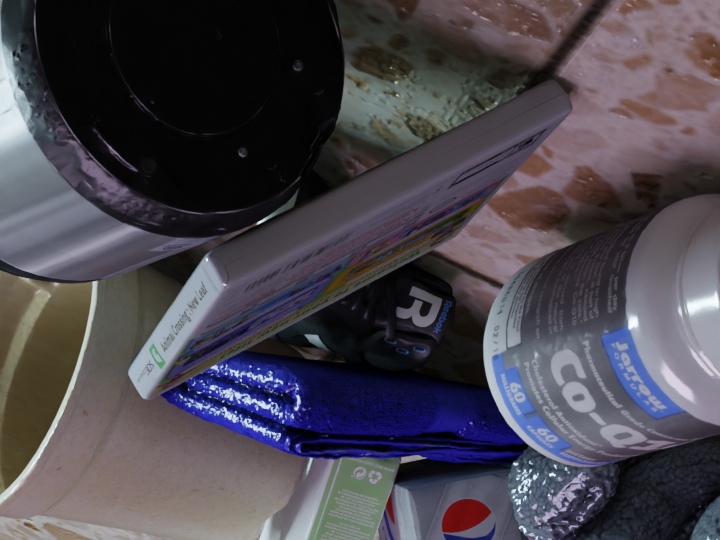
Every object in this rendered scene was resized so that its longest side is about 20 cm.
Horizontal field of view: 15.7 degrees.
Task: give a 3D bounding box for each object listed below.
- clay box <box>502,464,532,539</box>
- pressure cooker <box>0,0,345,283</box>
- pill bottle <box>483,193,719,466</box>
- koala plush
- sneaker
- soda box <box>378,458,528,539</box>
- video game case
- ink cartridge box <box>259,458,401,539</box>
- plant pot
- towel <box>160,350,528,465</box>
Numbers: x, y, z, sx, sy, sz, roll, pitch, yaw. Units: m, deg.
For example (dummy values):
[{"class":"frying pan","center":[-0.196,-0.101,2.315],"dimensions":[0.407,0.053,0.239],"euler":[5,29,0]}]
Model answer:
[{"class":"clay box","center":[0.155,0.160,1.646],"dimensions":[0.114,0.048,0.200],"euler":[16,155,20]},{"class":"pressure cooker","center":[-0.125,-0.083,1.212],"dimensions":[0.175,0.180,0.200],"euler":[30,155,-24]},{"class":"pill bottle","center":[0.155,0.027,1.277],"dimensions":[0.113,0.114,0.200],"euler":[31,155,-18]},{"class":"koala plush","center":[0.217,0.153,1.437],"dimensions":[0.183,0.179,0.200],"euler":[-8,171,-38]},{"class":"sneaker","center":[0.000,0.000,1.426],"dimensions":[0.111,0.073,0.200],"euler":[17,165,5]},{"class":"soda box","center":[0.052,0.151,1.594],"dimensions":[0.068,0.064,0.200],"euler":[-11,180,-6]},{"class":"video game case","center":[-0.009,-0.013,1.266],"dimensions":[0.022,0.199,0.182],"euler":[58,156,8]},{"class":"ink cartridge box","center":[-0.037,0.184,1.620],"dimensions":[0.048,0.201,0.146],"euler":[17,-173,-10]},{"class":"plant pot","center":[-0.134,0.081,1.592],"dimensions":[0.183,0.202,0.200],"euler":[22,160,-29]},{"class":"towel","center":[-0.005,0.081,1.501],"dimensions":[0.199,0.050,0.147],"euler":[8,180,-41]}]
